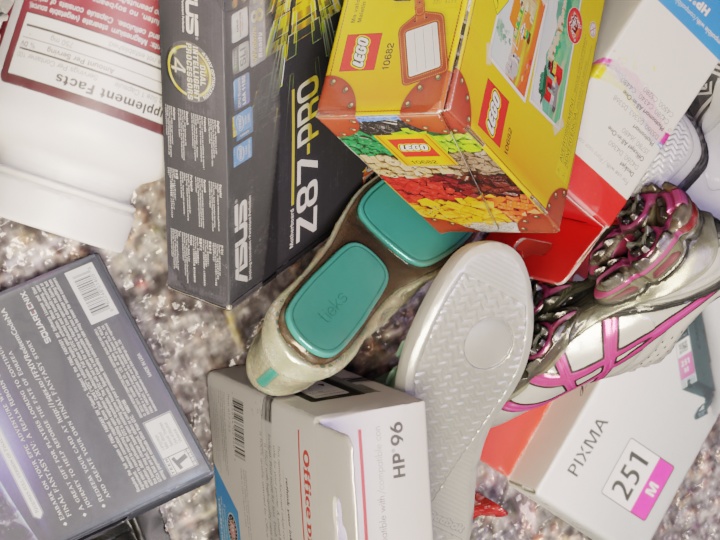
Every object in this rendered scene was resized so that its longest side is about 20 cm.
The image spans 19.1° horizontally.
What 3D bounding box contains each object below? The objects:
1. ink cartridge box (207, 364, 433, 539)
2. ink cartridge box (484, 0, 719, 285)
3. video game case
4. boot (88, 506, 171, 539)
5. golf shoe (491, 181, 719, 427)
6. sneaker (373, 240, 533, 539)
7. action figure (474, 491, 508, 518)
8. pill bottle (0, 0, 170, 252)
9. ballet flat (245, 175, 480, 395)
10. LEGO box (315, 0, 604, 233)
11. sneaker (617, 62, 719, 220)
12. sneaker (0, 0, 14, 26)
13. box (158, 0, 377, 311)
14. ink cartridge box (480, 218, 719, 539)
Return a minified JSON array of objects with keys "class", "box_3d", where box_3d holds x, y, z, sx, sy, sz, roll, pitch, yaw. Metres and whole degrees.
[{"class":"ink cartridge box","box_3d":[-0.015,0.121,1.161,0.067,0.200,0.117,-8,100,-23]},{"class":"ink cartridge box","box_3d":[0.125,-0.096,1.246,0.067,0.116,0.201,39,79,-24]},{"class":"video game case","box_3d":[-0.197,0.089,1.131,0.199,0.019,0.143,-24,74,-22]},{"class":"boot","box_3d":[-0.173,0.196,1.169,0.162,0.073,0.199,-25,99,-23]},{"class":"golf shoe","box_3d":[0.138,0.039,1.235,0.092,0.073,0.200,36,122,-27]},{"class":"sneaker","box_3d":[0.033,0.059,1.215,0.073,0.118,0.202,5,113,-23]},{"class":"action figure","box_3d":[0.010,0.210,1.271,0.065,0.052,0.201,40,82,-29]},{"class":"pill bottle","box_3d":[-0.136,-0.118,1.124,0.112,0.113,0.201,18,90,-26]},{"class":"ballet flat","box_3d":[0.000,0.000,1.182,0.067,0.062,0.200,47,48,2]},{"class":"LEGO box","box_3d":[0.063,-0.139,1.138,0.149,0.077,0.201,41,57,-52]},{"class":"sneaker","box_3d":[0.221,-0.081,1.295,0.115,0.075,0.201,43,56,-21]},{"class":"sneaker","box_3d":[-0.210,-0.100,1.074,0.200,0.075,0.087,-41,88,17]},{"class":"box","box_3d":[-0.043,-0.103,1.133,0.161,0.049,0.201,-36,136,-47]},{"class":"ink cartridge box","box_3d":[0.149,0.050,1.317,0.173,0.043,0.201,34,82,-26]}]
